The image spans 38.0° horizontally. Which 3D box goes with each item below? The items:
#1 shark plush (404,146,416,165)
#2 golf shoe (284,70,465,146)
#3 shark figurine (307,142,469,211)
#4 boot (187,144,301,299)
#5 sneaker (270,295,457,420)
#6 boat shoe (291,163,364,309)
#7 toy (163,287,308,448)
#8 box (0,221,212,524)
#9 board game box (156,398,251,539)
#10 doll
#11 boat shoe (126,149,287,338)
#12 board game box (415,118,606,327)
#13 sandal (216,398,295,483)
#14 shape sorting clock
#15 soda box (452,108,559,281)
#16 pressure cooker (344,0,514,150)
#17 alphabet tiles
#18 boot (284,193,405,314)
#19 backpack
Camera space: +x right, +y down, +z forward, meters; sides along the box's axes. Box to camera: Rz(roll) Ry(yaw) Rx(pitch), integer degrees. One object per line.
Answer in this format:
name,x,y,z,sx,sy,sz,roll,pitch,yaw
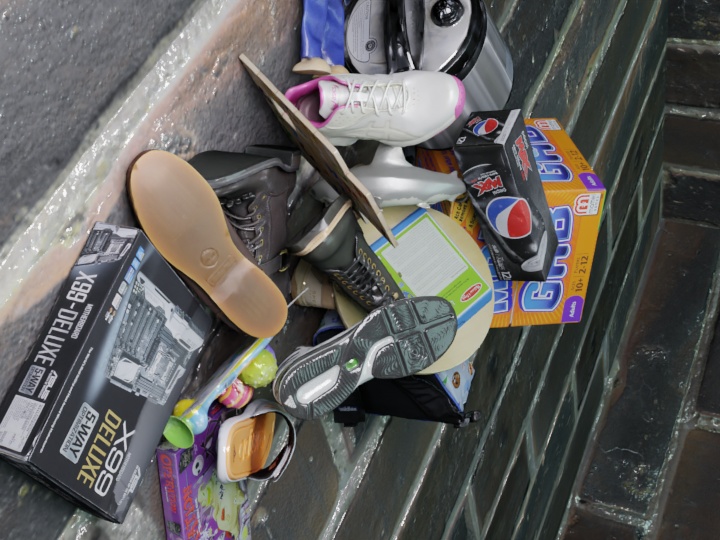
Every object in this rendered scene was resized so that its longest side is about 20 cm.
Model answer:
shark plush,0.062,-0.106,1.338,0.201,0.090,0.084,-55,161,-51
golf shoe,0.008,-0.167,1.067,0.091,0.197,0.077,10,77,-59
shark figurine,0.056,-0.111,1.150,0.128,0.211,0.091,-154,-120,-73
boot,-0.107,-0.029,1.021,0.200,0.068,0.177,-24,121,-64
sneaker,-0.005,0.075,1.053,0.198,0.115,0.077,-25,102,-15
boat shoe,-0.014,-0.038,1.232,0.202,0.064,0.072,-66,153,-27
toy,-0.118,0.105,1.008,0.047,0.115,0.200,50,40,-3
box,-0.208,0.088,0.865,0.158,0.049,0.202,63,44,-55
board game box,-0.158,0.238,1.079,0.120,0.032,0.203,-39,135,-51
doll,-0.032,-0.304,1.094,0.136,0.048,0.204,1,93,-60
boat shoe,-0.142,-0.021,0.919,0.070,0.070,0.201,-38,115,-13
board game box,0.184,-0.066,1.387,0.201,0.196,0.203,-106,-164,-55
sandal,-0.097,0.180,1.058,0.207,0.058,0.081,-2,95,-83
shape sorting clock,0.061,0.020,1.187,0.202,0.198,0.039,-65,-174,-28
soda box,0.169,-0.082,1.190,0.071,0.062,0.202,-61,139,-39
pressure cooker,0.074,-0.253,1.190,0.179,0.176,0.200,-46,151,3
alphabet tiles,-0.035,-0.107,1.021,0.008,0.200,0.168,-39,148,-4
boot,0.000,0.000,1.046,0.077,0.139,0.200,-38,-179,9
backpack,0.040,0.094,1.277,0.191,0.197,0.156,52,42,-46
